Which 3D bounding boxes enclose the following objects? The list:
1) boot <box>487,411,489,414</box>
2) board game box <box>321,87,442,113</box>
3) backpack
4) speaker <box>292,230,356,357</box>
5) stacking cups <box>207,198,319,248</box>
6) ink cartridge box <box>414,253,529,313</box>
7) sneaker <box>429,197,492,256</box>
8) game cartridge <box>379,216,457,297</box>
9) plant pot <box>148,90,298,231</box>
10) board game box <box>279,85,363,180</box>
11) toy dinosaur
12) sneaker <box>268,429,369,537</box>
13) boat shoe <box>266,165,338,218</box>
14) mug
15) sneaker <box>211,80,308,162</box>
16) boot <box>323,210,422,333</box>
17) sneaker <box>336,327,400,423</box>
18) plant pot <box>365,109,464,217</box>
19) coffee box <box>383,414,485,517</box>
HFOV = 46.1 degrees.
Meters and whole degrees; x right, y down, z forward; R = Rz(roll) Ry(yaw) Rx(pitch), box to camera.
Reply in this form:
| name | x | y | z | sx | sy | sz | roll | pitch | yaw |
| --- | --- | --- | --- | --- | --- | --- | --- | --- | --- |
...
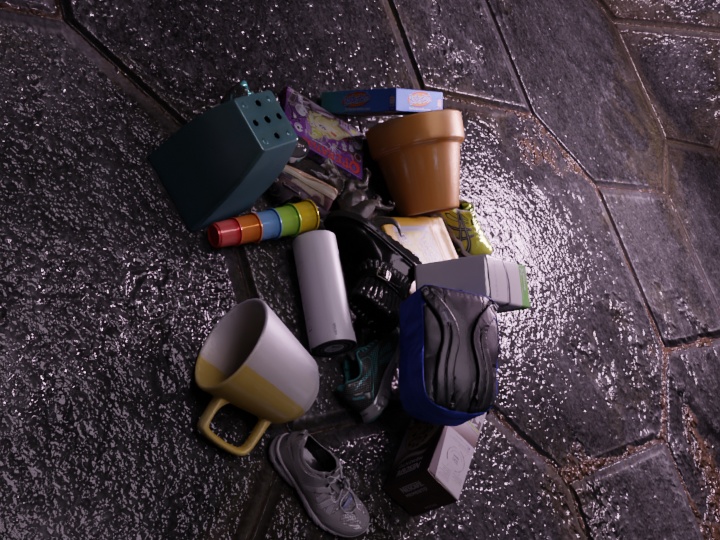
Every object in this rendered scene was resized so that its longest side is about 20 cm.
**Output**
| name | x | y | z | sx | sy | sz | roll | pitch | yaw |
| --- | --- | --- | --- | --- | --- | --- | --- | --- | --- |
| boot | 0.181 | 0.167 | 1.608 | 0.199 | 0.076 | 0.171 | 33 | 49 | -38 |
| board game box | 0.042 | -0.334 | 1.686 | 0.151 | 0.197 | 0.046 | -9 | 102 | -48 |
| backpack | 0.141 | 0.153 | 1.388 | 0.159 | 0.168 | 0.204 | 9 | 62 | -18 |
| speaker | -0.063 | 0.037 | 1.432 | 0.080 | 0.081 | 0.204 | 10 | 59 | -42 |
| stacking cups | -0.160 | -0.079 | 1.403 | 0.198 | 0.060 | 0.062 | -12 | 75 | -42 |
| ink cartridge box | 0.205 | 0.031 | 1.537 | 0.199 | 0.143 | 0.086 | 13 | 71 | -59 |
| sneaker | 0.223 | -0.100 | 1.822 | 0.199 | 0.076 | 0.076 | 42 | 40 | -21 |
| game cartridge | 0.124 | -0.023 | 1.654 | 0.198 | 0.032 | 0.179 | -5 | 67 | -46 |
| plant pot | -0.201 | -0.185 | 1.331 | 0.141 | 0.199 | 0.143 | -29 | 88 | -51 |
| board game box | -0.076 | -0.262 | 1.649 | 0.198 | 0.032 | 0.122 | 27 | 53 | -34 |
| toy dinosaur | -0.003 | -0.123 | 1.587 | 0.102 | 0.077 | 0.201 | -33 | 82 | -24 |
| sneaker | -0.051 | 0.320 | 1.264 | 0.200 | 0.081 | 0.075 | 47 | 41 | -14 |
| boat shoe | -0.132 | -0.149 | 1.486 | 0.197 | 0.072 | 0.066 | 21 | 87 | -30 |
| mug | -0.152 | 0.159 | 1.246 | 0.153 | 0.186 | 0.150 | 42 | 9 | -31 |
| sneaker | -0.160 | -0.260 | 1.483 | 0.198 | 0.092 | 0.078 | 22 | 28 | -38 |
| boot | 0.001 | -0.001 | 1.492 | 0.209 | 0.080 | 0.159 | 31 | 53 | 3 |
| sneaker | 0.016 | 0.155 | 1.449 | 0.091 | 0.077 | 0.202 | 36 | 42 | -18 |
| plant pot | 0.123 | -0.207 | 1.711 | 0.198 | 0.198 | 0.187 | -9 | 88 | -48 |
| coffee box | 0.129 | 0.304 | 1.441 | 0.080 | 0.112 | 0.201 | 46 | 41 | -14 |
